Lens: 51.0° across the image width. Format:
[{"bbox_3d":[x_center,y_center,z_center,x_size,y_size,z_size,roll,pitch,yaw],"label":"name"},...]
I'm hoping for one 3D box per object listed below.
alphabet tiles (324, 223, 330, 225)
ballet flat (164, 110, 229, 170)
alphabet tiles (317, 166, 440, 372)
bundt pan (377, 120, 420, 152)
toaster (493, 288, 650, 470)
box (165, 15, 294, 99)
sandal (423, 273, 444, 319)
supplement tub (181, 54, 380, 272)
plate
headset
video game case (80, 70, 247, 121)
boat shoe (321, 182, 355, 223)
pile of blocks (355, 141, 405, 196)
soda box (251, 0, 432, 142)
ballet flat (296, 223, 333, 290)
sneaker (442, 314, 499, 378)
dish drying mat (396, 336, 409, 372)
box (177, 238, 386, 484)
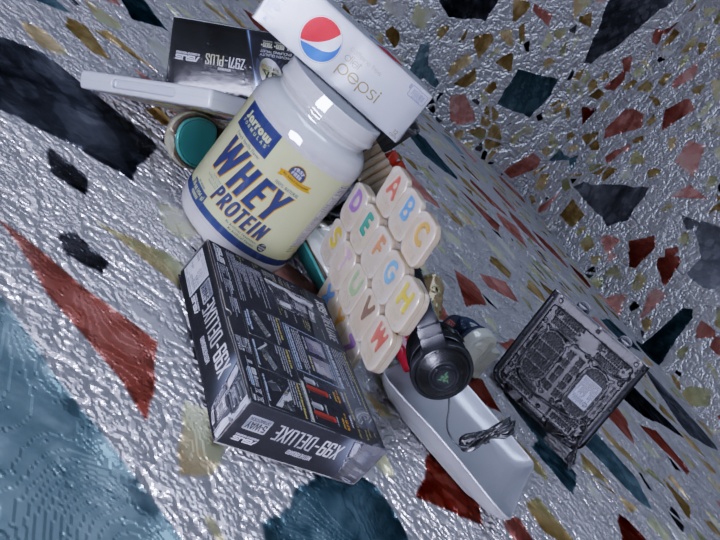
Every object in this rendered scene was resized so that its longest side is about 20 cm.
[{"bbox_3d":[-0.009,-0.036,1.126,0.194,0.015,0.202,30,22,-39],"label":"alphabet tiles"},{"bbox_3d":[-0.200,-0.160,0.930,0.061,0.069,0.199,18,8,15],"label":"ballet flat"},{"bbox_3d":[0.007,0.002,0.779,0.014,0.197,0.202,16,31,-32],"label":"alphabet tiles"},{"bbox_3d":[-0.005,-0.252,1.084,0.202,0.075,0.204,44,23,-23],"label":"bundt pan"},{"bbox_3d":[0.319,0.158,1.164,0.180,0.202,0.118,40,14,18],"label":"toaster"},{"bbox_3d":[-0.157,-0.265,1.007,0.159,0.089,0.200,9,8,-5],"label":"box"},{"bbox_3d":[0.078,0.027,1.012,0.077,0.070,0.213,31,17,-23],"label":"sandal"},{"bbox_3d":[-0.086,-0.114,0.822,0.144,0.201,0.146,37,18,-15],"label":"supplement tub"},{"bbox_3d":[0.113,0.184,0.877,0.200,0.032,0.199,48,17,12],"label":"plate"},{"bbox_3d":[0.094,0.089,0.789,0.124,0.092,0.205,-68,140,-85],"label":"headset"},{"bbox_3d":[-0.198,-0.201,0.905,0.178,0.024,0.199,13,8,21],"label":"video game case"},{"bbox_3d":[-0.032,-0.092,1.001,0.069,0.073,0.199,55,-16,5],"label":"boat shoe"},{"bbox_3d":[0.020,-0.131,0.958,0.202,0.061,0.083,62,1,34],"label":"pile of blocks"},{"bbox_3d":[-0.017,-0.229,0.797,0.199,0.064,0.068,39,18,-17],"label":"soda box"},{"bbox_3d":[-0.062,-0.049,0.928,0.201,0.070,0.069,51,19,24],"label":"ballet flat"},{"bbox_3d":[0.139,0.097,1.042,0.085,0.075,0.200,47,-1,18],"label":"sneaker"},{"bbox_3d":[0.037,0.025,0.901,0.075,0.018,0.203,-5,61,-40],"label":"dish drying mat"},{"bbox_3d":[-0.073,0.078,0.671,0.156,0.050,0.202,30,23,-40],"label":"box"}]
